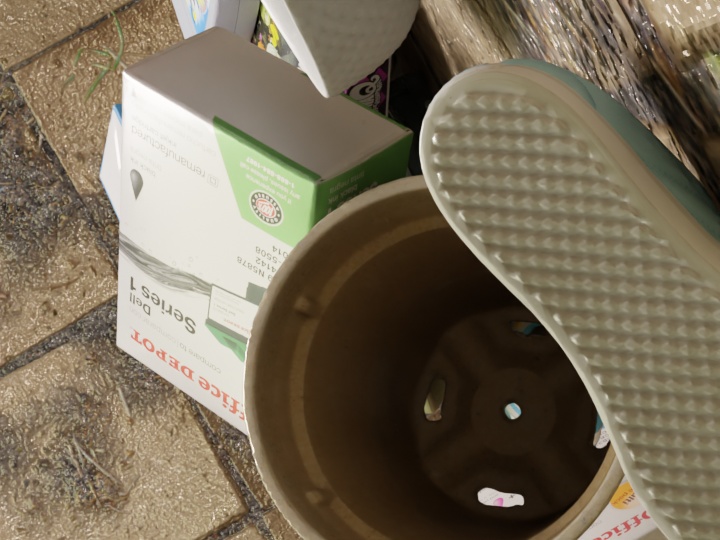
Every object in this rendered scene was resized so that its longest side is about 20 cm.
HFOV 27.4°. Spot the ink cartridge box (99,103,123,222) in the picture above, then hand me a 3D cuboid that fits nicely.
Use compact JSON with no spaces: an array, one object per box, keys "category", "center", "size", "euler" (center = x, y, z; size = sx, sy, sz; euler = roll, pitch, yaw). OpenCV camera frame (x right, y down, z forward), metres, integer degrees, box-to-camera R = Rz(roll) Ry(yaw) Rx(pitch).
[{"category":"ink cartridge box","center":[-0.068,-0.061,1.037],"size":[0.116,0.199,0.068],"euler":[59,143,39]}]

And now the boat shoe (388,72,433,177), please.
[{"category":"boat shoe","center":[0.054,-0.055,1.050],"size":[0.073,0.062,0.200],"euler":[34,161,48]}]

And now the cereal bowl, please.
[{"category":"cereal bowl","center":[-0.029,-0.182,0.650],"size":[0.201,0.083,0.200],"euler":[60,180,0]}]

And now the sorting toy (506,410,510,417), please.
[{"category":"sorting toy","center":[0.112,0.066,1.174],"size":[0.200,0.106,0.181],"euler":[-122,22,-74]}]

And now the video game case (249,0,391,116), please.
[{"category":"video game case","center":[-0.031,-0.156,0.950],"size":[0.201,0.036,0.182],"euler":[93,155,-46]}]

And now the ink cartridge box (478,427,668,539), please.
[{"category":"ink cartridge box","center":[0.158,0.202,0.973],"size":[0.126,0.128,0.200],"euler":[61,178,-19]}]

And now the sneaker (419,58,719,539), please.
[{"category":"sneaker","center":[0.103,0.012,0.467],"size":[0.200,0.074,0.082],"euler":[56,-151,-1]}]

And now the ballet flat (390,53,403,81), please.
[{"category":"ballet flat","center":[-0.001,-0.138,1.120],"size":[0.067,0.068,0.200],"euler":[30,173,-14]}]

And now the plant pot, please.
[{"category":"plant pot","center":[0.063,0.066,0.787],"size":[0.201,0.200,0.183],"euler":[60,-169,18]}]

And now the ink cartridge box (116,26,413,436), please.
[{"category":"ink cartridge box","center":[-0.061,-0.013,0.844],"size":[0.146,0.084,0.201],"euler":[30,132,26]}]

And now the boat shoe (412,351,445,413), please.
[{"category":"boat shoe","center":[-0.001,0.001,0.910],"size":[0.201,0.063,0.073],"euler":[66,-155,-24]}]

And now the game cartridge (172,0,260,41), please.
[{"category":"game cartridge","center":[-0.104,-0.224,1.008],"size":[0.200,0.040,0.134],"euler":[115,135,-65]}]

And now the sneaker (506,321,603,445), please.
[{"category":"sneaker","center":[0.095,0.023,0.945],"size":[0.200,0.076,0.081],"euler":[56,167,19]}]
